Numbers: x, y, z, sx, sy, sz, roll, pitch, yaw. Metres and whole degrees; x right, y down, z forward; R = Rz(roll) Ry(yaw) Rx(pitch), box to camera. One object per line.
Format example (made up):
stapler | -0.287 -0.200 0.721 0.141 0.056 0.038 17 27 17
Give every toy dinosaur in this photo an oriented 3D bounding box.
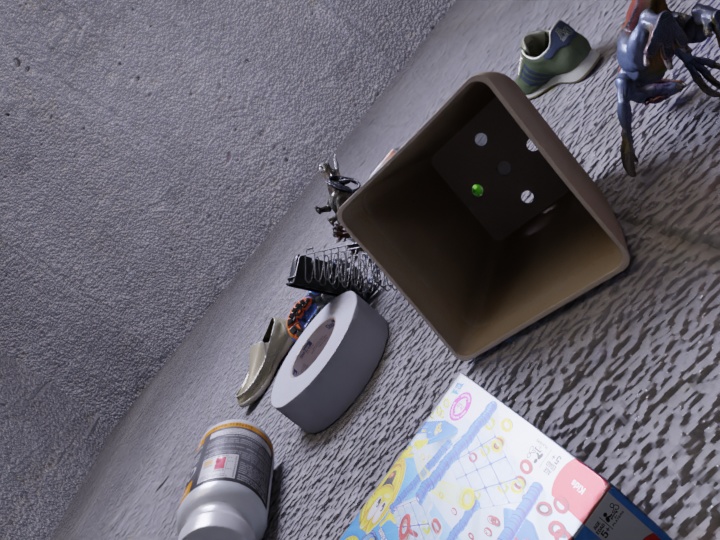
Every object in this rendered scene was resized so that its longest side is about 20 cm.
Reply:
toy dinosaur | 0.029 -0.066 1.050 0.178 0.107 0.201 -7 33 43
toy dinosaur | 0.262 -0.196 0.507 0.102 0.205 0.182 -19 12 9
toy dinosaur | -0.029 -0.125 1.185 0.102 0.201 0.077 -44 42 -10

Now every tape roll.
tape roll | -0.047 0.131 0.854 0.201 0.066 0.201 -48 15 17

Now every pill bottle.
pill bottle | -0.173 0.296 0.754 0.117 0.116 0.201 -47 15 11

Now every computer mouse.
computer mouse | 0.016 -0.124 1.080 0.058 0.197 0.035 -36 -33 -36

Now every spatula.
spatula | -0.029 0.076 1.007 0.199 0.021 0.056 -40 1 29

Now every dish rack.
dish rack | 0.000 0.000 0.859 0.197 0.150 0.057 -10 73 47

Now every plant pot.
plant pot | 0.131 -0.072 0.588 0.199 0.201 0.177 -39 7 37

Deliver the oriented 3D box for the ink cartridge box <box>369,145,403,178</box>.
ink cartridge box | 0.053 -0.174 1.173 0.199 0.051 0.161 -42 -4 35

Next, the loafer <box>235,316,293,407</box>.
loafer | -0.202 0.181 1.188 0.075 0.068 0.203 -25 31 58

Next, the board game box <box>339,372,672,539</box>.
board game box | 0.067 0.192 0.394 0.198 0.056 0.200 -53 15 -3

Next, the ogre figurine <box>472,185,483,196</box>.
ogre figurine | 0.109 -0.091 0.813 0.119 0.194 0.102 15 108 62

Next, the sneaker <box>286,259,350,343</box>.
sneaker | -0.072 0.057 1.086 0.201 0.074 0.079 -48 -14 -30

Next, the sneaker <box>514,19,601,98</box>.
sneaker | 0.277 -0.327 0.891 0.068 0.089 0.200 -51 15 -3

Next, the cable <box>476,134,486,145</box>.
cable | 0.168 -0.217 1.007 0.202 0.069 0.199 -56 14 -16
